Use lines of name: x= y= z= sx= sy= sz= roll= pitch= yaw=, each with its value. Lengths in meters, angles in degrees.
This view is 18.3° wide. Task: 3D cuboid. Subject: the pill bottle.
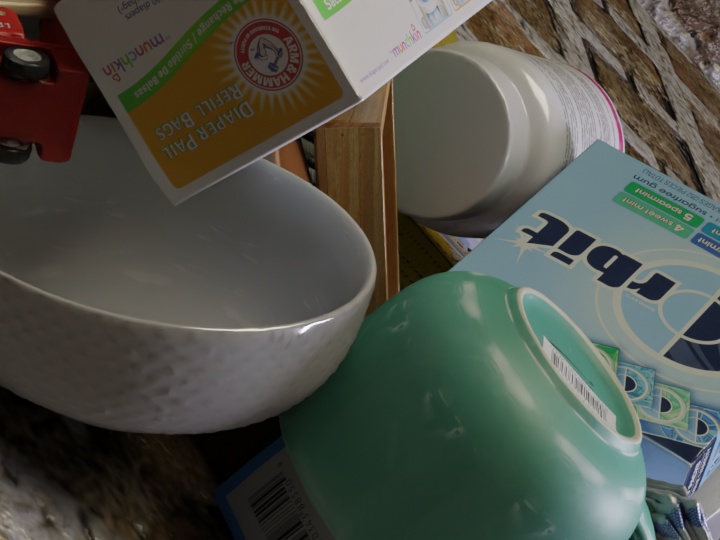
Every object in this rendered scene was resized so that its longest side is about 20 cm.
pill bottle: x=0.077 y=-0.076 z=1.322 sx=0.114 sy=0.113 sz=0.200 roll=54 pitch=18 yaw=13

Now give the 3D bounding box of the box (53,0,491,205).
box: x=-0.028 y=-0.124 z=1.006 sx=0.102 sy=0.112 sz=0.200 roll=59 pitch=31 yaw=-7

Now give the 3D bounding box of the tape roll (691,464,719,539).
tape roll: x=0.125 y=0.079 z=1.253 sx=0.201 sy=0.200 sz=0.066 roll=58 pitch=-21 yaw=26

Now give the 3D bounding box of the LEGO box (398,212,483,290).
LEGO box: x=0.045 y=0.004 z=1.402 sx=0.200 sy=0.077 sz=0.149 roll=48 pitch=18 yaw=-4

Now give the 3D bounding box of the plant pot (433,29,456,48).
plant pot: x=-0.021 y=-0.167 z=1.411 sx=0.142 sy=0.200 sz=0.200 roll=53 pitch=17 yaw=-6

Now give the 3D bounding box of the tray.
tray: x=0.000 y=0.000 z=1.162 sx=0.099 sy=0.037 sz=0.201 roll=-81 pitch=169 yaw=-64

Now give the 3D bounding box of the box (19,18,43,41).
box: x=-0.155 y=-0.203 z=1.150 sx=0.176 sy=0.097 sz=0.200 roll=26 pitch=31 yaw=-31

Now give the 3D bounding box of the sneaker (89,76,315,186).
sneaker: x=-0.095 y=-0.115 z=1.305 sx=0.200 sy=0.076 sz=0.116 roll=36 pitch=8 yaw=-1

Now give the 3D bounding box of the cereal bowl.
cereal bowl: x=-0.098 y=0.011 z=0.965 sx=0.199 sy=0.084 sz=0.200 roll=12 pitch=25 yaw=-6

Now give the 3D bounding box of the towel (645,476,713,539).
towel: x=0.142 y=0.188 z=1.113 sx=0.147 sy=0.024 sz=0.201 roll=10 pitch=-58 yaw=59

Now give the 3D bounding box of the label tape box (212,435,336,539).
label tape box: x=0.033 y=0.162 z=1.069 sx=0.200 sy=0.066 sz=0.144 roll=28 pitch=28 yaw=-56

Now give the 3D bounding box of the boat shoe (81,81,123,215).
boat shoe: x=-0.098 y=-0.022 z=1.124 sx=0.200 sy=0.066 sz=0.074 roll=45 pitch=53 yaw=-40

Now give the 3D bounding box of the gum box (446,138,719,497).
gum box: x=0.145 y=0.024 z=1.196 sx=0.170 sy=0.045 sz=0.200 roll=30 pitch=44 yaw=21

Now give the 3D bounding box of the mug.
mug: x=0.064 y=0.080 z=1.011 sx=0.185 sy=0.114 sz=0.152 roll=27 pitch=28 yaw=-53

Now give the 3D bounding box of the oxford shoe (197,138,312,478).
oxford shoe: x=-0.045 y=0.002 z=1.081 sx=0.071 sy=0.071 sz=0.201 roll=11 pitch=76 yaw=-57

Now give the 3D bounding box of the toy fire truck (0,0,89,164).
toy fire truck: x=-0.181 y=-0.101 z=0.993 sx=0.199 sy=0.049 sz=0.141 roll=5 pitch=28 yaw=-23
